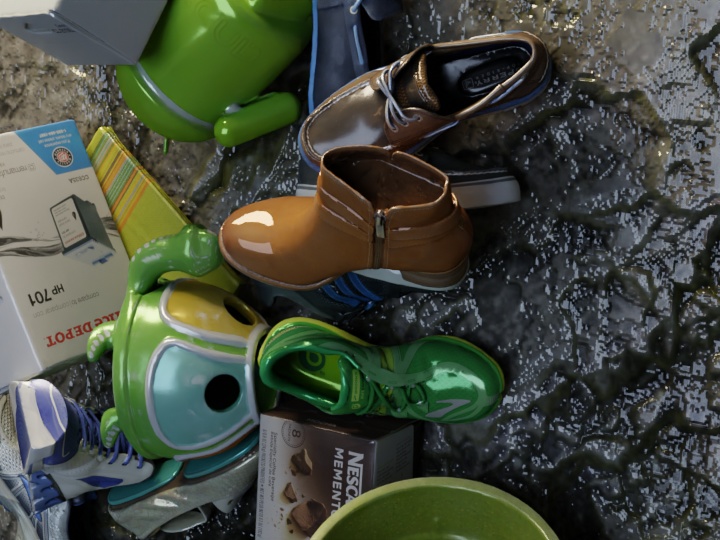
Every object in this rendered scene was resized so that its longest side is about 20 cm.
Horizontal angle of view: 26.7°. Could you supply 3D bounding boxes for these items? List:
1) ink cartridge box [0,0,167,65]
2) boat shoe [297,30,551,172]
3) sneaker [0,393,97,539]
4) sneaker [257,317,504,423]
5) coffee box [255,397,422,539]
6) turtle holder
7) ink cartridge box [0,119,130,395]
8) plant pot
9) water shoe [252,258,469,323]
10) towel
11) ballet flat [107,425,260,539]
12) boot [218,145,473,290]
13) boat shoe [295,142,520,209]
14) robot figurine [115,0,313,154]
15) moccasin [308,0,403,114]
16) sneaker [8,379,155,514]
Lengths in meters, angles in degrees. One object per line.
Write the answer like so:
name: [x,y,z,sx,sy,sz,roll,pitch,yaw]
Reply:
ink cartridge box: [-0.195,-0.267,1.199,0.145,0.082,0.202,12,75,56]
boat shoe: [0.042,-0.131,1.107,0.198,0.072,0.073,-24,81,6]
sneaker: [-0.287,0.199,1.405,0.084,0.077,0.202,-23,91,22]
sneaker: [0.013,0.089,1.176,0.197,0.084,0.075,7,112,14]
coffee box: [-0.020,0.213,1.227,0.112,0.080,0.203,11,103,30]
turtle holder: [-0.135,0.063,1.248,0.130,0.141,0.188,1,81,19]
ink cartridge box: [-0.283,-0.013,1.310,0.085,0.146,0.202,-24,89,37]
plant pot: [0.058,0.293,1.121,0.198,0.200,0.192,19,135,28]
water shoe: [0.000,0.000,1.209,0.198,0.072,0.080,10,129,29]
towel: [-0.184,-0.030,1.337,0.200,0.018,0.086,47,123,17]
ballet flat: [-0.136,0.186,1.319,0.199,0.068,0.063,-24,113,35]
boot: [-0.018,-0.043,1.075,0.197,0.155,0.075,2,71,9]
boat shoe: [0.031,-0.075,1.168,0.198,0.068,0.058,2,97,34]
robot figurine: [-0.118,-0.185,1.216,0.200,0.115,0.177,-42,68,29]
moccasin: [0.005,-0.205,1.170,0.067,0.080,0.203,11,113,23]
sneaker: [-0.233,0.140,1.290,0.200,0.114,0.081,106,149,-64]
